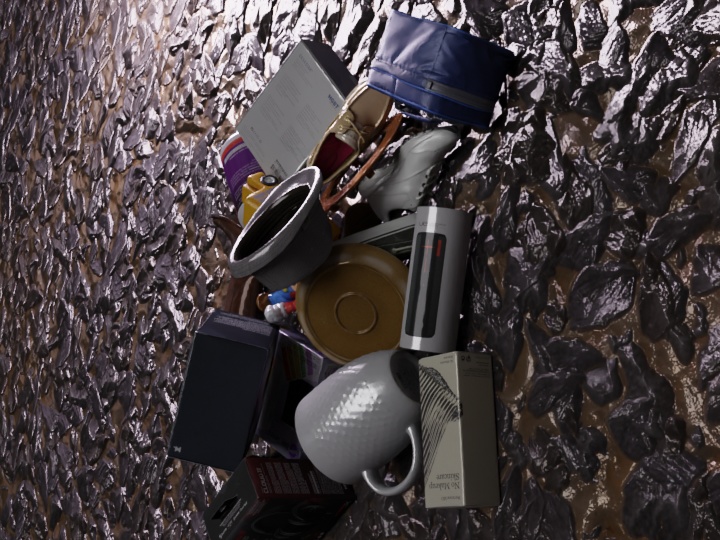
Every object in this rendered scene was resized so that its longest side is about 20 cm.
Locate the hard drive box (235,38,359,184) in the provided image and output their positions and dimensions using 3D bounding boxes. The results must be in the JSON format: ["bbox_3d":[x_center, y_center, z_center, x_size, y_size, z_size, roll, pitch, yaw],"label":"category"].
[{"bbox_3d":[-0.090,-0.245,1.766,0.200,0.077,0.156,-47,65,29],"label":"hard drive box"}]

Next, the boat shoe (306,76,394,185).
[{"bbox_3d":[-0.014,-0.204,1.649,0.200,0.073,0.069,-53,13,27],"label":"boat shoe"}]

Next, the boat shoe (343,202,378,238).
[{"bbox_3d":[0.000,0.000,1.669,0.065,0.071,0.201,88,-171,-81],"label":"boat shoe"}]

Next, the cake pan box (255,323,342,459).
[{"bbox_3d":[-0.110,0.201,1.779,0.200,0.052,0.185,26,107,52],"label":"cake pan box"}]

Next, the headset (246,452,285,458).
[{"bbox_3d":[-0.164,0.390,1.790,0.124,0.093,0.201,-125,30,-62],"label":"headset"}]

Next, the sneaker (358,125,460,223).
[{"bbox_3d":[0.084,-0.140,1.588,0.200,0.074,0.087,-42,72,42],"label":"sneaker"}]

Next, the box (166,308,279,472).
[{"bbox_3d":[-0.210,0.185,1.706,0.198,0.122,0.201,-79,3,-82],"label":"box"}]

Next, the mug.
[{"bbox_3d":[0.026,0.216,1.525,0.175,0.147,0.201,-41,59,32],"label":"mug"}]

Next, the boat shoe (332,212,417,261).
[{"bbox_3d":[0.011,-0.021,1.589,0.199,0.071,0.064,-22,75,14],"label":"boat shoe"}]

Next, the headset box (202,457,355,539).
[{"bbox_3d":[-0.132,0.357,1.655,0.149,0.199,0.077,-53,46,31],"label":"headset box"}]

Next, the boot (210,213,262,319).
[{"bbox_3d":[-0.229,0.004,1.970,0.186,0.064,0.201,20,104,54],"label":"boot"}]

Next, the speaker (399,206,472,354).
[{"bbox_3d":[0.105,0.012,1.508,0.081,0.081,0.201,6,88,53],"label":"speaker"}]

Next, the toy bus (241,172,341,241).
[{"bbox_3d":[-0.116,-0.076,1.706,0.200,0.078,0.065,35,136,28],"label":"toy bus"}]

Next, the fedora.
[{"bbox_3d":[-0.099,-0.045,1.553,0.176,0.090,0.201,-26,27,39],"label":"fedora"}]

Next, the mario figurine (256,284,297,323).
[{"bbox_3d":[-0.117,0.009,1.773,0.200,0.106,0.124,-21,93,56],"label":"mario figurine"}]

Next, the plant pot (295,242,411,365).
[{"bbox_3d":[-0.004,0.059,1.577,0.199,0.027,0.201,7,114,15],"label":"plant pot"}]

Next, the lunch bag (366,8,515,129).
[{"bbox_3d":[0.100,-0.273,1.517,0.200,0.135,0.133,33,106,52],"label":"lunch bag"}]

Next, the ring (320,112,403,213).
[{"bbox_3d":[0.002,-0.156,1.642,0.201,0.019,0.201,-47,13,15],"label":"ring"}]

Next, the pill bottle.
[{"bbox_3d":[-0.167,-0.140,1.865,0.113,0.112,0.201,-48,48,37],"label":"pill bottle"}]

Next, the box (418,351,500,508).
[{"bbox_3d":[0.130,0.212,1.446,0.082,0.068,0.201,-19,68,48],"label":"box"}]
